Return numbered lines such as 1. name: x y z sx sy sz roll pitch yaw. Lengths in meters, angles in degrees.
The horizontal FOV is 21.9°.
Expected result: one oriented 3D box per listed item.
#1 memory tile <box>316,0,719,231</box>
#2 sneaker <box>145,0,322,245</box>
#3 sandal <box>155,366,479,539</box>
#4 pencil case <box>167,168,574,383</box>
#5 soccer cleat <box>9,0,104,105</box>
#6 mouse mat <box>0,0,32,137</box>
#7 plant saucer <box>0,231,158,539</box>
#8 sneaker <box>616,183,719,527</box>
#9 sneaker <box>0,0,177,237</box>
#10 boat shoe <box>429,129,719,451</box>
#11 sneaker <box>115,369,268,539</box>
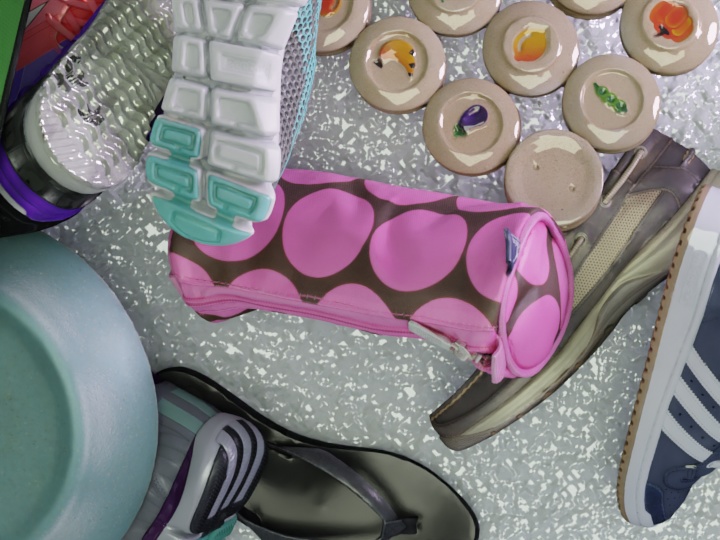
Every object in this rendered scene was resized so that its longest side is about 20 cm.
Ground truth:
1. memory tile: 0.067 -0.128 0.941 0.200 0.017 0.154 38 84 9
2. sneaker: -0.051 -0.115 0.865 0.077 0.091 0.202 16 98 7
3. sandal: -0.034 0.118 0.981 0.199 0.043 0.077 22 95 0
4. pencil case: 0.000 0.000 0.912 0.199 0.091 0.094 8 55 29
5. soccer cleat: -0.131 -0.166 0.946 0.076 0.067 0.201 28 91 21
6. mouse mat: -0.207 -0.043 0.880 0.007 0.201 0.161 27 138 -29
7. plant saucer: -0.199 0.073 0.920 0.198 0.036 0.202 2 99 13
8. sneaker: 0.194 0.061 0.914 0.108 0.070 0.201 17 126 13
9. sneaker: -0.135 -0.078 0.910 0.099 0.200 0.070 -35 101 32
10. boat shoe: 0.103 0.008 0.960 0.200 0.075 0.073 -44 82 -4
11. sneaker: -0.121 0.143 0.973 0.087 0.074 0.201 35 112 20
